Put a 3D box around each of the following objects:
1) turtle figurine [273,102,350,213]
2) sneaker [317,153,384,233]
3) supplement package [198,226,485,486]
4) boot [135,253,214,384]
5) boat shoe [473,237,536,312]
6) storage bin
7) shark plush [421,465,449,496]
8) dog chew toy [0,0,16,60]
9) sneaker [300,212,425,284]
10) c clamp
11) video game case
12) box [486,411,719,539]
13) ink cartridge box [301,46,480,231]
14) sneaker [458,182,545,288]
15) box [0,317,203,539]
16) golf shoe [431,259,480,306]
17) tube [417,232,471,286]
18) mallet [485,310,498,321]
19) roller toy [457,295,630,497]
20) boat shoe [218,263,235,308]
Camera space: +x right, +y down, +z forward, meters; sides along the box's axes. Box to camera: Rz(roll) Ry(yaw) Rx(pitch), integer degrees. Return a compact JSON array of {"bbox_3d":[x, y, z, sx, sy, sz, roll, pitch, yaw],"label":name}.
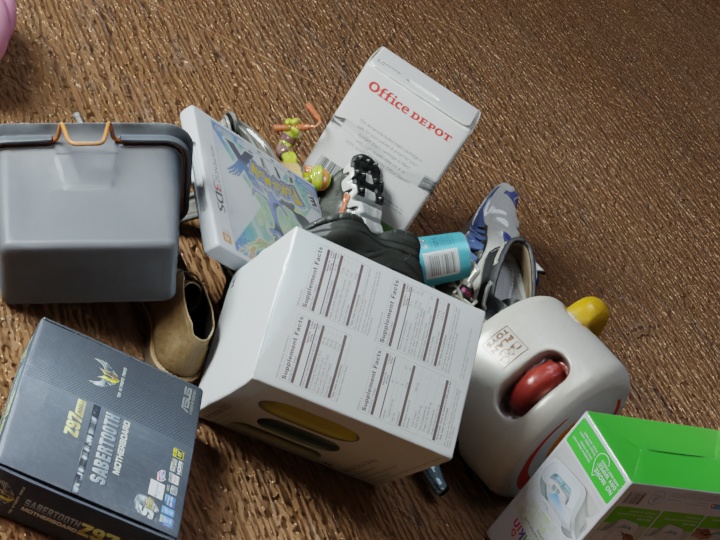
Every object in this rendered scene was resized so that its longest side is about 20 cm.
[{"bbox_3d":[-0.102,-0.108,1.739,0.161,0.064,0.200,0,53,-13],"label":"turtle figurine"},{"bbox_3d":[-0.015,-0.028,1.743,0.066,0.090,0.200,24,53,-44],"label":"sneaker"},{"bbox_3d":[-0.021,0.084,1.414,0.200,0.152,0.151,24,64,-19],"label":"supplement package"},{"bbox_3d":[-0.172,0.023,1.485,0.073,0.076,0.200,16,32,-27],"label":"boot"},{"bbox_3d":[0.166,0.049,1.762,0.074,0.060,0.200,27,47,-16],"label":"boat shoe"},{"bbox_3d":[-0.247,-0.051,1.414,0.199,0.146,0.135,-2,48,-12],"label":"storage bin"},{"bbox_3d":[0.022,0.145,1.550,0.083,0.091,0.200,-21,74,-31],"label":"shark plush"},{"bbox_3d":[-0.419,-0.270,1.638,0.124,0.125,0.200,30,20,-9],"label":"dog chew toy"},{"bbox_3d":[0.000,0.000,1.546,0.200,0.076,0.091,8,56,-44],"label":"sneaker"},{"bbox_3d":[-0.192,-0.126,1.673,0.200,0.027,0.171,-11,57,-19],"label":"c clamp"},{"bbox_3d":[-0.097,-0.054,1.562,0.200,0.022,0.183,33,34,-45],"label":"video game case"},{"bbox_3d":[0.257,0.239,1.498,0.200,0.177,0.097,10,36,-37],"label":"box"},{"bbox_3d":[0.028,-0.137,1.812,0.146,0.200,0.084,34,26,-1],"label":"ink cartridge box"},{"bbox_3d":[0.173,-0.017,1.926,0.115,0.081,0.199,37,35,-3],"label":"sneaker"},{"bbox_3d":[-0.217,0.141,1.276,0.157,0.051,0.200,26,29,-14],"label":"box"},{"bbox_3d":[0.078,0.045,1.688,0.077,0.088,0.200,53,25,-20],"label":"golf shoe"},{"bbox_3d":[0.018,0.000,1.659,0.200,0.050,0.078,-9,71,-14],"label":"tube"},{"bbox_3d":[0.109,0.055,1.625,0.200,0.041,0.066,26,20,-52],"label":"mallet"},{"bbox_3d":[0.167,0.121,1.571,0.182,0.200,0.140,-12,52,-47],"label":"roller toy"},{"bbox_3d":[-0.114,0.025,1.558,0.060,0.074,0.200,-14,61,-2],"label":"boat shoe"}]
